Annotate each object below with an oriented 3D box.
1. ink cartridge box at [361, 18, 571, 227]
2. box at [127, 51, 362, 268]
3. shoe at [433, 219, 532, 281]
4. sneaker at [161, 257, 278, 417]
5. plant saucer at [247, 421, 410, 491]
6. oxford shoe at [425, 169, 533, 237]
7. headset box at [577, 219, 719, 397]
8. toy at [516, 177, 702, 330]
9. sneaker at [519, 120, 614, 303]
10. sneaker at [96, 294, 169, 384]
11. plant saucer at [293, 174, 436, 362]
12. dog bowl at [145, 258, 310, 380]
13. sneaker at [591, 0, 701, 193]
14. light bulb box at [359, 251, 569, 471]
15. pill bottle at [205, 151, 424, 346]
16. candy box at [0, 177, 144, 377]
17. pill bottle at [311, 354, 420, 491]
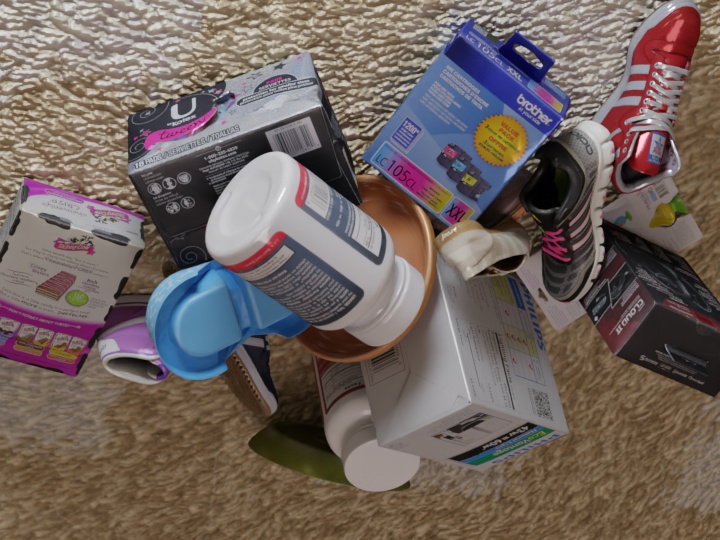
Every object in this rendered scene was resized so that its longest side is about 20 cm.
[{"bbox_3d":[0.116,-0.155,1.375,0.136,0.076,0.200,37,116,-4],"label":"ink cartridge box"},{"bbox_3d":[-0.117,-0.113,1.368,0.200,0.115,0.132,-20,128,4],"label":"box"},{"bbox_3d":[0.134,-0.013,1.414,0.070,0.053,0.200,-39,163,20],"label":"shoe"},{"bbox_3d":[-0.119,0.051,1.477,0.108,0.070,0.200,-34,98,-29],"label":"sneaker"},{"bbox_3d":[-0.033,0.216,1.625,0.200,0.200,0.031,14,93,-22],"label":"plant saucer"},{"bbox_3d":[0.097,-0.068,1.478,0.200,0.071,0.073,-25,124,10],"label":"oxford shoe"},{"bbox_3d":[0.315,0.041,1.463,0.149,0.200,0.077,22,116,-28],"label":"headset box"},{"bbox_3d":[0.278,-0.030,1.558,0.200,0.047,0.115,-32,124,9],"label":"toy"},{"bbox_3d":[0.204,-0.055,1.417,0.087,0.074,0.200,-14,123,-32],"label":"sneaker"},{"bbox_3d":[-0.189,0.079,1.512,0.200,0.114,0.073,-9,129,-6],"label":"sneaker"},{"bbox_3d":[0.000,0.000,1.440,0.200,0.200,0.037,-40,148,21],"label":"plant saucer"},{"bbox_3d":[-0.129,0.031,1.391,0.200,0.050,0.112,-27,118,-24],"label":"dog bowl"},{"bbox_3d":[0.304,-0.171,1.403,0.071,0.113,0.200,10,126,-19],"label":"sneaker"},{"bbox_3d":[0.105,0.096,1.485,0.125,0.198,0.200,-28,149,29],"label":"light bulb box"},{"bbox_3d":[-0.038,-0.012,1.310,0.120,0.120,0.200,-40,123,21],"label":"pill bottle"},{"bbox_3d":[-0.330,0.011,1.462,0.136,0.061,0.200,19,124,-24],"label":"candy box"},{"bbox_3d":[0.009,0.148,1.550,0.112,0.200,0.112,-5,130,-6],"label":"pill bottle"}]
